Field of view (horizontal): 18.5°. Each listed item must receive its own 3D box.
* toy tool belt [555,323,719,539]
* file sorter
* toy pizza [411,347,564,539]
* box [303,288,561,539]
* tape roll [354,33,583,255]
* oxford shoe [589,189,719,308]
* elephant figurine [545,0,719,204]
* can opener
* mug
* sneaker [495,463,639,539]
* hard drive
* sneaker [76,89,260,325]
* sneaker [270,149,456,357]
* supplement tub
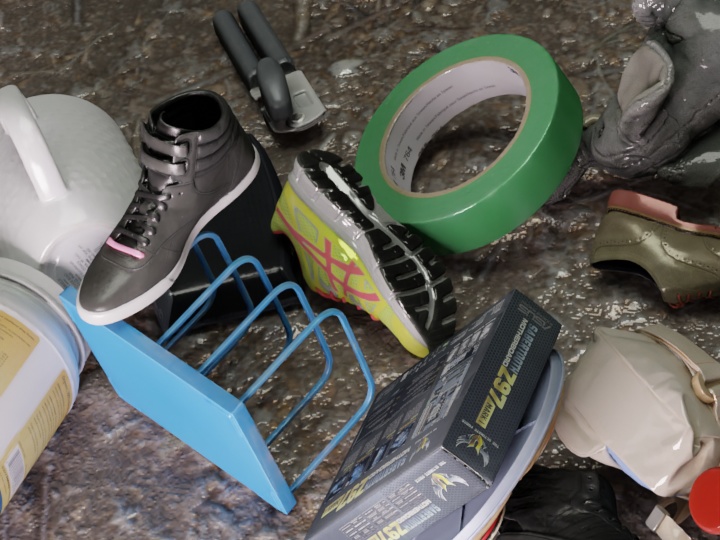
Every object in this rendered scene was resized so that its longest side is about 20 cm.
[{"bbox_3d":[0.243,0.124,1.594,0.122,0.126,0.200,15,22,-43],"label":"toy tool belt"},{"bbox_3d":[-0.105,0.062,1.696,0.199,0.139,0.123,30,67,34],"label":"file sorter"},{"bbox_3d":[0.089,0.143,1.589,0.032,0.200,0.201,36,48,-12],"label":"toy pizza"},{"bbox_3d":[0.050,0.120,1.593,0.051,0.200,0.158,37,49,-10],"label":"box"},{"bbox_3d":[0.090,-0.107,1.861,0.199,0.048,0.202,-22,44,23],"label":"tape roll"},{"bbox_3d":[0.278,0.003,1.771,0.199,0.070,0.075,22,78,27],"label":"oxford shoe"},{"bbox_3d":[0.252,-0.130,1.830,0.141,0.155,0.201,30,77,8],"label":"elephant figurine"},{"bbox_3d":[-0.086,-0.192,2.029,0.052,0.067,0.200,-20,40,-9],"label":"can opener"},{"bbox_3d":[-0.248,-0.061,1.801,0.147,0.201,0.176,-26,35,-5],"label":"mug"},{"bbox_3d":[0.165,0.184,1.587,0.198,0.060,0.105,4,45,31],"label":"sneaker"},{"bbox_3d":[-0.125,-0.038,1.887,0.134,0.043,0.201,-13,44,-3],"label":"hard drive"},{"bbox_3d":[-0.156,-0.056,1.654,0.070,0.100,0.200,24,62,30],"label":"sneaker"},{"bbox_3d":[0.000,0.000,1.801,0.078,0.090,0.200,-14,60,-51],"label":"sneaker"},{"bbox_3d":[-0.305,0.102,1.701,0.143,0.145,0.201,12,47,21],"label":"supplement tub"}]
